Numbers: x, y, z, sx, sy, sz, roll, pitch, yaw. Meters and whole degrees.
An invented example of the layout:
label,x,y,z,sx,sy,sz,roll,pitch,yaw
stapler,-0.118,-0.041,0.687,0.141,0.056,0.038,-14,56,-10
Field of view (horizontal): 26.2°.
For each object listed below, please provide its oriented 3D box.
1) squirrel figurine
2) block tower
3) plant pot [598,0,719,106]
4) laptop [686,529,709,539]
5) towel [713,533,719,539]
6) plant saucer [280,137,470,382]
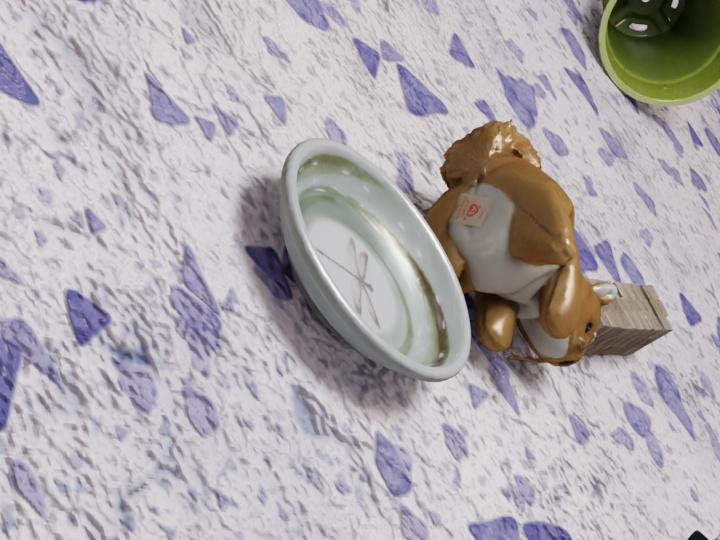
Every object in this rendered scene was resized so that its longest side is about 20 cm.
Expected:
label,x,y,z,sx,sy,sz,roll,pitch,yaw
squirrel figurine,0.139,-0.018,1.285,0.187,0.142,0.200,39,32,-44
block tower,0.232,0.045,1.459,0.200,0.058,0.054,3,57,-58
plant pot,0.405,-0.347,2.096,0.200,0.200,0.190,46,14,-20
laptop,0.252,0.323,1.079,0.177,0.103,0.200,41,33,-11
towel,0.313,0.336,1.231,0.200,0.086,0.166,43,36,-15
plant saucer,0.000,0.000,1.114,0.200,0.050,0.200,41,29,-29
